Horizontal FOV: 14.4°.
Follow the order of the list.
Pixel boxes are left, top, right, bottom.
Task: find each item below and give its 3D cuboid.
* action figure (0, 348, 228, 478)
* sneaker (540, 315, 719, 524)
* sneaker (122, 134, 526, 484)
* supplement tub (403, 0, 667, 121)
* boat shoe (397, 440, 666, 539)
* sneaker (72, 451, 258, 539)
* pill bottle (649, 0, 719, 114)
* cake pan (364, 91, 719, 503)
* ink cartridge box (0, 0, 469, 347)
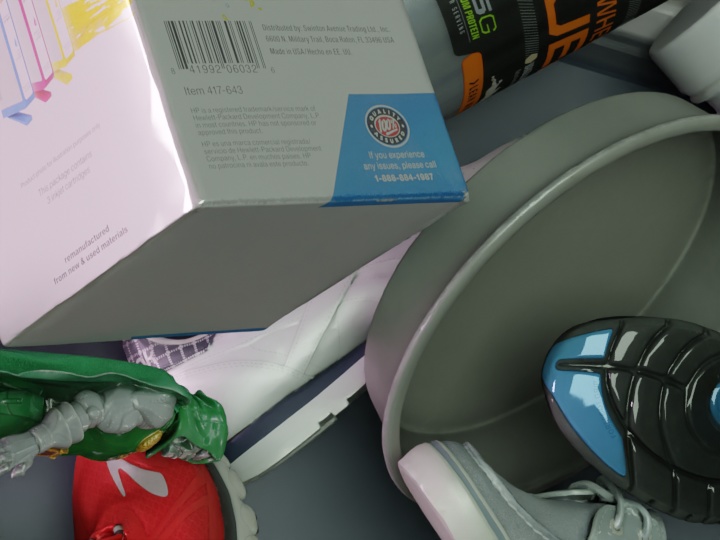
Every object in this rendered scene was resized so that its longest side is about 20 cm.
[{"bbox_3d":[-0.137,0.051,1.031,0.200,0.118,0.055,5,79,-29],"label":"action figure"},{"bbox_3d":[0.143,0.064,1.137,0.200,0.082,0.073,20,89,-32],"label":"sneaker"},{"bbox_3d":[0.000,0.000,1.143,0.200,0.076,0.081,-39,84,-15],"label":"sneaker"},{"bbox_3d":[0.054,-0.140,1.140,0.200,0.123,0.123,-29,92,-13],"label":"supplement tub"},{"bbox_3d":[0.087,0.116,1.114,0.072,0.070,0.201,-41,129,0],"label":"boat shoe"},{"bbox_3d":[-0.088,0.126,1.050,0.085,0.077,0.200,31,35,-36],"label":"sneaker"},{"bbox_3d":[0.216,-0.045,1.174,0.200,0.111,0.111,46,77,-5],"label":"pill bottle"},{"bbox_3d":[0.082,0.010,1.112,0.200,0.200,0.037,-33,57,-14],"label":"cake pan"},{"bbox_3d":[-0.073,-0.090,1.024,0.128,0.125,0.200,-3,68,-42],"label":"ink cartridge box"}]
